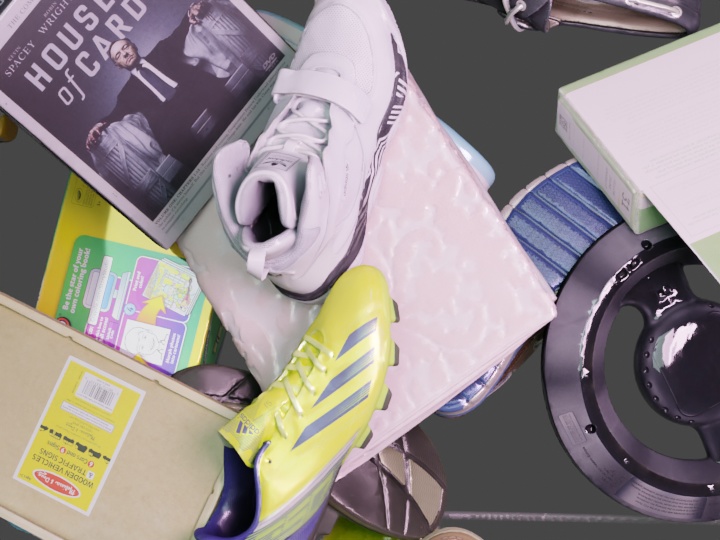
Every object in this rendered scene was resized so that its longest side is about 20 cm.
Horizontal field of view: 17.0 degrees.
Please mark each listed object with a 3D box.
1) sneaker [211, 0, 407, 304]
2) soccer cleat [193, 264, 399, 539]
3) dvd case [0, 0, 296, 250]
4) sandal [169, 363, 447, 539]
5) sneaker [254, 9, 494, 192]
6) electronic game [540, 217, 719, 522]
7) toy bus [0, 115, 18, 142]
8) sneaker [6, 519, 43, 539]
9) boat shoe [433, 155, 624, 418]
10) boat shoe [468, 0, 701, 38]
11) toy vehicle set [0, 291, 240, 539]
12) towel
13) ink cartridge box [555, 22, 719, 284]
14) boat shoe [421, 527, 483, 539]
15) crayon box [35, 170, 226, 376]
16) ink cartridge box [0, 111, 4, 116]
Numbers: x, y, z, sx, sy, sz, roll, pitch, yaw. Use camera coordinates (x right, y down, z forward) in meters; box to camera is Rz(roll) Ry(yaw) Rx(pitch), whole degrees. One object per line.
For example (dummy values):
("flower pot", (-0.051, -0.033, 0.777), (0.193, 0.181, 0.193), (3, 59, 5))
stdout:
("sneaker", (-0.029, -0.082, 1.443), (0.075, 0.115, 0.201), (10, 89, 19))
("soccer cleat", (-0.038, 0.088, 1.446), (0.083, 0.065, 0.201), (19, 95, -23))
("dvd case", (-0.136, -0.125, 1.466), (0.151, 0.200, 0.025), (-51, 41, -5))
("sandal", (-0.036, 0.113, 1.552), (0.200, 0.057, 0.080), (22, 69, -7))
("sneaker", (-0.026, -0.072, 1.570), (0.200, 0.080, 0.131), (36, 88, 12))
("electronic game", (0.209, 0.057, 1.509), (0.199, 0.042, 0.201), (0, 92, -13))
("toy bus", (-0.264, -0.189, 1.621), (0.065, 0.078, 0.201), (1, 83, 9))
("sneaker", (-0.130, 0.162, 1.554), (0.199, 0.081, 0.077), (21, 87, 7))
("boat shoe", (0.102, 0.009, 1.542), (0.072, 0.072, 0.200), (42, 86, 12))
("boat shoe", (0.123, -0.184, 1.562), (0.199, 0.076, 0.061), (2, 77, 10))
("toy vehicle set", (-0.174, 0.108, 1.507), (0.199, 0.027, 0.125), (26, 89, 14))
("towel", (0.000, 0.000, 1.504), (0.191, 0.032, 0.201), (-35, 75, 13))
("ink cartridge box", (0.230, -0.062, 1.483), (0.145, 0.048, 0.200), (-22, 54, -17))
("boat shoe", (0.094, 0.251, 1.511), (0.074, 0.066, 0.201), (-32, 83, 1))
("crayon box", (-0.148, 0.023, 1.586), (0.118, 0.058, 0.201), (13, 86, 10))
("ink cartridge box", (-0.247, -0.210, 1.480), (0.146, 0.200, 0.086), (37, 47, 14))
